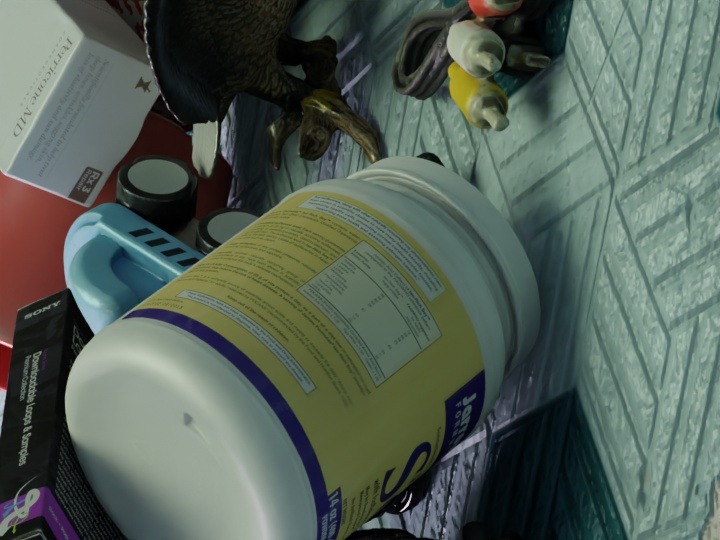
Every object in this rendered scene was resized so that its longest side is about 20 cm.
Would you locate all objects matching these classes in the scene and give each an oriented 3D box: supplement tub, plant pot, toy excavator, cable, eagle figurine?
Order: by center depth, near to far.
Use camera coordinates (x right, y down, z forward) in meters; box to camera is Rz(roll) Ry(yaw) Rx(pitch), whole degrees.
[{"bbox_3d":[-0.023,0.046,1.387,0.145,0.200,0.146,28,137,30],"label":"supplement tub"},{"bbox_3d":[0.048,-0.126,1.495,0.200,0.050,0.098,-158,75,-68],"label":"cable"},{"bbox_3d":[-0.121,0.047,1.647,0.194,0.200,0.100,31,133,28],"label":"toy excavator"},{"bbox_3d":[-0.080,-0.153,1.666,0.151,0.200,0.151,1,61,50],"label":"eagle figurine"},{"bbox_3d":[-0.178,-0.010,1.876,0.178,0.200,0.200,-68,17,-13],"label":"plant pot"}]

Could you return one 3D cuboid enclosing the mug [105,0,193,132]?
[{"bbox_3d":[-0.098,-0.194,1.872,0.133,0.177,0.200,47,146,15],"label":"mug"}]

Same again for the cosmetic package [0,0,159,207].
[{"bbox_3d":[-0.204,-0.135,1.801,0.102,0.074,0.200,-58,39,12],"label":"cosmetic package"}]

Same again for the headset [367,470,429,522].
[{"bbox_3d":[-0.032,0.097,1.560,0.200,0.123,0.094,180,72,-87],"label":"headset"}]

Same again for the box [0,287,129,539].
[{"bbox_3d":[-0.129,0.121,1.424,0.200,0.036,0.143,-89,-24,-57],"label":"box"}]

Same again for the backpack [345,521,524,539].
[{"bbox_3d":[-0.008,0.214,1.441,0.190,0.153,0.201,-179,91,-81],"label":"backpack"}]

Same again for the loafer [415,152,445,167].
[{"bbox_3d":[0.000,0.000,1.586,0.201,0.068,0.071,139,142,-57],"label":"loafer"}]
